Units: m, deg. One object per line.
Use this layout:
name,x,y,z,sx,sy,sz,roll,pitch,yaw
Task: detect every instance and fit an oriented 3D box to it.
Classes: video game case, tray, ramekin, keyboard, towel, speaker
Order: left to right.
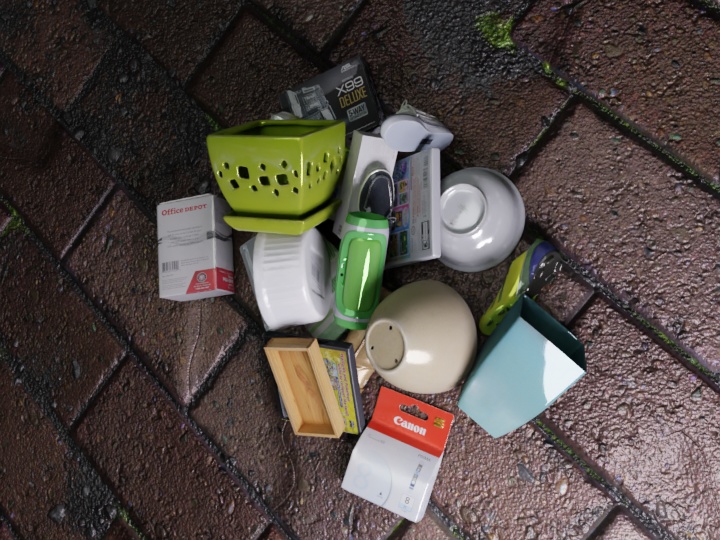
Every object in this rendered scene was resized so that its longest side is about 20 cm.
keyboard,-0.201,0.028,1.704,0.056,0.011,0.202,-28,72,24
ramekin,-0.123,0.009,1.556,0.096,0.200,0.204,-7,79,14
tray,-0.101,0.217,1.529,0.097,0.037,0.203,-2,118,28
video game case,-0.085,0.213,1.557,0.178,0.026,0.203,7,122,24
towel,-0.076,0.036,1.648,0.152,0.023,0.201,-44,70,12
speaker,0.000,0.000,1.488,0.087,0.088,0.203,14,104,24
video game case,0.087,-0.112,1.551,0.181,0.023,0.203,-13,74,55

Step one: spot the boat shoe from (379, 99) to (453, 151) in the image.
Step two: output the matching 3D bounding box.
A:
boat shoe,0.092,-0.276,1.532,0.075,0.200,0.087,-48,63,32

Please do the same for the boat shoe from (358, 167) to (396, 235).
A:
boat shoe,0.030,-0.091,1.545,0.062,0.073,0.203,-136,53,-61

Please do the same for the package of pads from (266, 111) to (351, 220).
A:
package of pads,-0.104,-0.211,1.629,0.198,0.068,0.156,24,109,7

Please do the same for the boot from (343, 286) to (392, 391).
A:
boot,-0.011,0.113,1.577,0.174,0.066,0.201,34,97,1

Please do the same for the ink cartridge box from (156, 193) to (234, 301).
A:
ink cartridge box,-0.348,-0.046,1.741,0.145,0.083,0.203,-8,79,21

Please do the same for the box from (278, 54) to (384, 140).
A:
box,-0.057,-0.322,1.680,0.198,0.050,0.160,-21,75,19

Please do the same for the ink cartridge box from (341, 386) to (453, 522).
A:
ink cartridge box,0.069,0.336,1.522,0.158,0.047,0.203,18,91,25

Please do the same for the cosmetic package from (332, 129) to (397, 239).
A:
cosmetic package,0.009,-0.159,1.573,0.051,0.081,0.203,42,123,59

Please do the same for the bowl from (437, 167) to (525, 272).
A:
bowl,0.197,-0.103,1.517,0.198,0.090,0.205,-4,79,22

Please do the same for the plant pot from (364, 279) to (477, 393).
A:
plant pot,0.083,0.121,1.426,0.198,0.133,0.204,3,95,41

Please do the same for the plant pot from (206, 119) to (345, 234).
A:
plant pot,-0.145,-0.172,1.508,0.197,0.199,0.184,5,110,22

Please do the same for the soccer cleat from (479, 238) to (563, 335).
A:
soccer cleat,0.282,0.031,1.485,0.201,0.064,0.084,-51,37,12

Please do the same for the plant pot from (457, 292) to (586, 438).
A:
plant pot,0.264,0.174,1.403,0.141,0.141,0.201,39,110,2
